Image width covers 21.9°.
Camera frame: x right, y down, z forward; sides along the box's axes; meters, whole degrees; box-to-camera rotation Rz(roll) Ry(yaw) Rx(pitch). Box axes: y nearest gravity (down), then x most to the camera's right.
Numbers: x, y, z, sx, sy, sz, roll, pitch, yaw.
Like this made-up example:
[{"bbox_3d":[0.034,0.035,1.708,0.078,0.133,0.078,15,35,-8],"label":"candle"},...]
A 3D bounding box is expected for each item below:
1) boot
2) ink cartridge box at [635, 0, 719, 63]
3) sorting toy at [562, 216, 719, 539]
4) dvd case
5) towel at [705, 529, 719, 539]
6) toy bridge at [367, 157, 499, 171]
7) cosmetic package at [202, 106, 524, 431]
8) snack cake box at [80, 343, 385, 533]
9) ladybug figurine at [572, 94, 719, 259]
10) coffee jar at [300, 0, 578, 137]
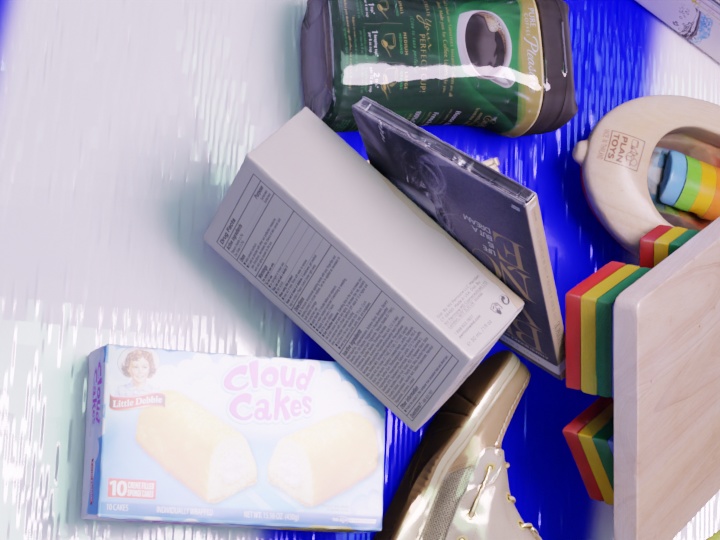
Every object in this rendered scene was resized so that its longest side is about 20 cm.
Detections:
[{"bbox_3d":[0.106,0.175,1.315,0.155,0.073,0.201,31,79,-10],"label":"boot"},{"bbox_3d":[0.297,-0.263,1.418,0.199,0.145,0.148,33,72,-11],"label":"ink cartridge box"},{"bbox_3d":[0.208,0.075,1.310,0.200,0.069,0.201,-31,125,-50],"label":"sorting toy"},{"bbox_3d":[0.069,-0.018,1.246,0.148,0.201,0.016,32,68,31],"label":"dvd case"},{"bbox_3d":[0.170,0.263,1.298,0.199,0.144,0.023,-23,50,-21],"label":"towel"},{"bbox_3d":[0.015,-0.047,1.349,0.199,0.027,0.068,-22,87,-19],"label":"toy bridge"},{"bbox_3d":[0.000,0.000,1.248,0.200,0.104,0.073,43,50,7],"label":"cosmetic package"},{"bbox_3d":[-0.085,0.116,1.267,0.198,0.067,0.116,5,80,-18],"label":"snack cake box"},{"bbox_3d":[0.246,-0.058,1.404,0.199,0.072,0.137,22,75,-14],"label":"ladybug figurine"},{"bbox_3d":[0.060,-0.151,1.351,0.198,0.085,0.105,1,77,-17],"label":"coffee jar"}]
